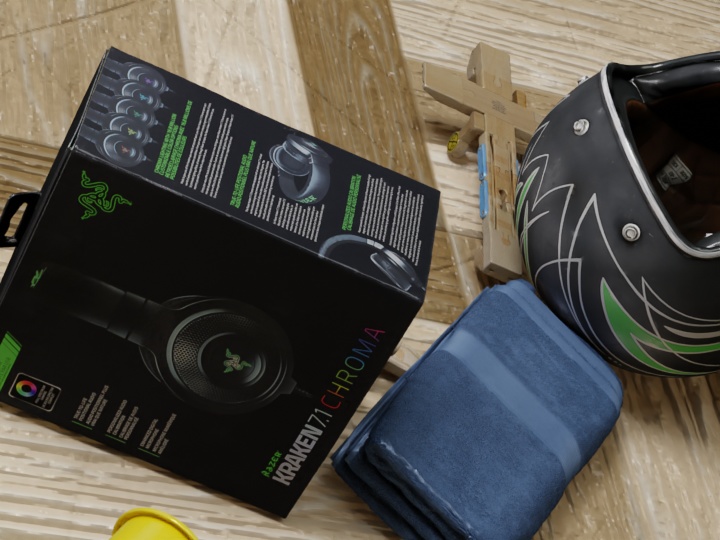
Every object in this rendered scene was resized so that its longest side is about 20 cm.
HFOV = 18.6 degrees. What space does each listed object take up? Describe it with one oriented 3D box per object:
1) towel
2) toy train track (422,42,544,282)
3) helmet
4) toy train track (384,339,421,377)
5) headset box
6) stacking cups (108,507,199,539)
[{"bbox_3d":[0.072,0.089,1.225,0.112,0.049,0.200,45,38,1],"label":"towel"},{"bbox_3d":[0.082,-0.066,1.415,0.114,0.033,0.200,23,42,-22],"label":"toy train track"},{"bbox_3d":[0.187,-0.031,1.314,0.190,0.200,0.200,-8,47,-4],"label":"helmet"},{"bbox_3d":[0.000,0.000,1.280,0.114,0.033,0.200,28,34,-17],"label":"toy train track"},{"bbox_3d":[-0.088,0.006,1.111,0.199,0.174,0.093,24,38,-11],"label":"headset box"},{"bbox_3d":[-0.143,0.187,0.985,0.060,0.061,0.200,37,44,8],"label":"stacking cups"}]
